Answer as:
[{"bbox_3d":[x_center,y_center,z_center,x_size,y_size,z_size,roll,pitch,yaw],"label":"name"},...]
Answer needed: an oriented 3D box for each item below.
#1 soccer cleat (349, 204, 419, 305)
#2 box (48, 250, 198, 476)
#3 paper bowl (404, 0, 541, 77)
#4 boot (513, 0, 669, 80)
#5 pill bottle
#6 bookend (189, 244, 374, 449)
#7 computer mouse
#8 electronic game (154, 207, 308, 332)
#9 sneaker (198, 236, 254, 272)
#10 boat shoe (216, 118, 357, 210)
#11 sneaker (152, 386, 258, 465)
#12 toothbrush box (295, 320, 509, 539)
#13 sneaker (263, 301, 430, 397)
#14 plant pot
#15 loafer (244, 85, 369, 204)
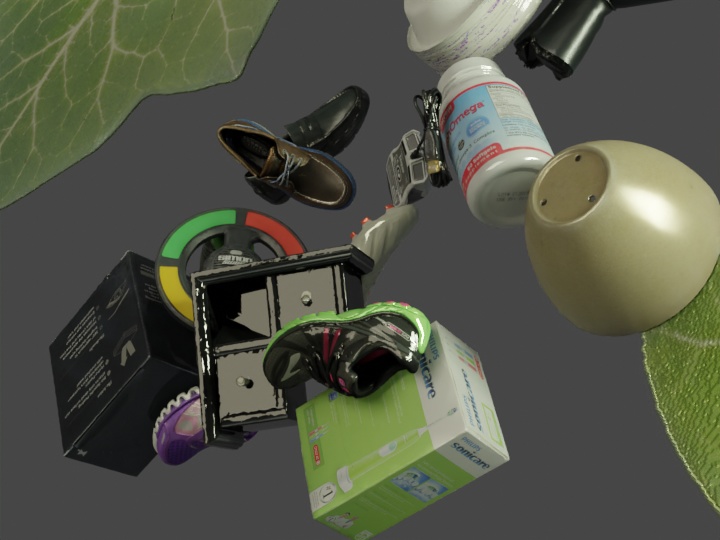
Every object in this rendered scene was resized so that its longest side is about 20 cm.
[{"bbox_3d":[0.000,0.000,1.540,0.200,0.069,0.078,-39,72,6],"label":"soccer cleat"},{"bbox_3d":[-0.295,0.121,1.661,0.197,0.117,0.200,-47,40,24],"label":"box"},{"bbox_3d":[0.131,-0.342,1.575,0.201,0.104,0.201,-43,26,27],"label":"paper bowl"},{"bbox_3d":[0.279,-0.289,1.459,0.168,0.076,0.200,-55,34,-7],"label":"boot"},{"bbox_3d":[0.150,-0.151,1.461,0.109,0.109,0.200,-36,44,19],"label":"pill bottle"},{"bbox_3d":[-0.081,0.091,1.463,0.198,0.092,0.201,-9,77,15],"label":"bookend"},{"bbox_3d":[0.071,-0.130,1.509,0.200,0.044,0.110,129,130,-73],"label":"computer mouse"},{"bbox_3d":[-0.159,0.002,1.614,0.199,0.042,0.201,4,54,-5],"label":"electronic game"},{"bbox_3d":[-0.170,0.024,1.681,0.084,0.076,0.201,126,145,-45],"label":"sneaker"},{"bbox_3d":[-0.101,-0.132,1.649,0.199,0.072,0.073,25,102,16],"label":"boat shoe"},{"bbox_3d":[-0.168,0.179,1.560,0.200,0.080,0.089,-40,50,13],"label":"sneaker"},{"bbox_3d":[0.039,0.173,1.360,0.200,0.086,0.146,-35,44,21],"label":"toothbrush box"},{"bbox_3d":[-0.022,0.091,1.338,0.199,0.077,0.084,-18,49,30],"label":"sneaker"},{"bbox_3d":[0.243,-0.052,1.290,0.200,0.134,0.201,-23,50,30],"label":"plant pot"},{"bbox_3d":[-0.070,-0.172,1.709,0.201,0.070,0.068,-44,42,11],"label":"loafer"}]
